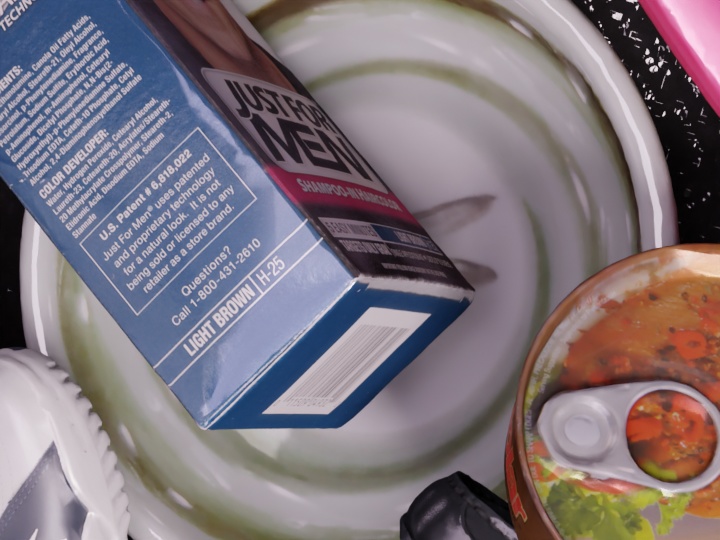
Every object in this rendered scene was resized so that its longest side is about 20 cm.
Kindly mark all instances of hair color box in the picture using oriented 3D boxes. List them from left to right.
[{"bbox_3d":[-0.064,-0.050,0.806,0.061,0.100,0.200,-44,74,12],"label":"hair color box"}]

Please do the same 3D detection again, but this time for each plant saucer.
[{"bbox_3d":[0.000,0.000,0.860,0.199,0.050,0.201,-1,86,21],"label":"plant saucer"}]

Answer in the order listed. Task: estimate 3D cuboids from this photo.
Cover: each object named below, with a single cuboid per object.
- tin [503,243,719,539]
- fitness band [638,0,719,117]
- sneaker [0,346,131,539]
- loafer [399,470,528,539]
[{"bbox_3d":[0.135,0.052,0.764,0.199,0.042,0.112,4,57,-7],"label":"tin"},{"bbox_3d":[0.144,-0.094,0.778,0.143,0.037,0.200,-38,105,0],"label":"fitness band"},{"bbox_3d":[-0.144,0.121,0.841,0.079,0.129,0.200,36,117,34],"label":"sneaker"},{"bbox_3d":[0.103,0.106,0.789,0.200,0.068,0.071,33,98,-3],"label":"loafer"}]
